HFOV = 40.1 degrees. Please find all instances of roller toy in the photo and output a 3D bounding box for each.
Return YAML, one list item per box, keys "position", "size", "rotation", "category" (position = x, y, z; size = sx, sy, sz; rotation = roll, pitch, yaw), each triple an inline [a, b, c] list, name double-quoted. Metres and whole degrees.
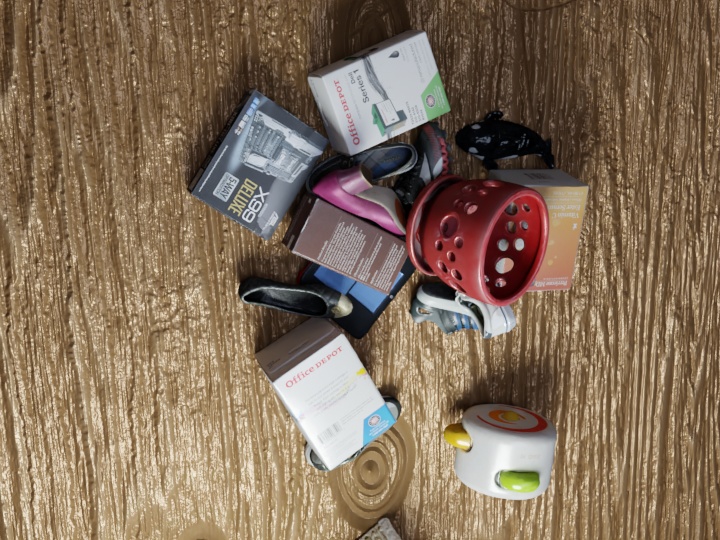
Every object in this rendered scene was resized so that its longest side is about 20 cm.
- position: [0.270, 0.330, 1.852]
  size: [0.182, 0.199, 0.141]
  rotation: [-9, 110, -54]
  category: "roller toy"

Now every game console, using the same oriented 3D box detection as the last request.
- position: [0.000, 0.000, 1.753]
  size: [0.177, 0.031, 0.200]
  rotation: [40, 88, -23]
  category: "game console"

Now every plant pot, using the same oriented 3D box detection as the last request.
- position: [0.192, -0.060, 1.652]
  size: [0.199, 0.182, 0.202]
  rotation: [-21, 121, -40]
  category: "plant pot"

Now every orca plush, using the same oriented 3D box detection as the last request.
- position: [0.273, -0.221, 1.777]
  size: [0.199, 0.071, 0.106]
  rotation: [20, 96, -23]
  category: "orca plush"

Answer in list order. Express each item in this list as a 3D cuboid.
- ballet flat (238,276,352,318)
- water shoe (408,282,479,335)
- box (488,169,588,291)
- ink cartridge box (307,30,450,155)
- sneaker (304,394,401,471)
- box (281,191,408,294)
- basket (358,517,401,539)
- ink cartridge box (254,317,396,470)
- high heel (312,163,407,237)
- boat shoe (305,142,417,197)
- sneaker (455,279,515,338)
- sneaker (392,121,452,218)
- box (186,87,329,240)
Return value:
- position: [-0.112, 0.055, 1.687]
  size: [0.198, 0.057, 0.067]
  rotation: [9, 122, -6]
  category: "ballet flat"
- position: [0.181, 0.081, 1.830]
  size: [0.199, 0.072, 0.079]
  rotation: [19, 119, -21]
  category: "water shoe"
- position: [0.309, -0.073, 1.793]
  size: [0.151, 0.106, 0.202]
  rotation: [-3, 112, -20]
  category: "box"
- position: [0.031, -0.298, 1.662]
  size: [0.199, 0.084, 0.147]
  rotation: [-27, 110, -13]
  category: "ink cartridge box"
- position: [-0.004, 0.303, 1.799]
  size: [0.199, 0.079, 0.074]
  rotation: [-34, 110, -11]
  category: "sneaker"
- position: [-0.023, -0.045, 1.679]
  size: [0.199, 0.075, 0.101]
  rotation: [25, 94, -27]
  category: "box"
- position: [0.060, 0.614, 1.837]
  size: [0.160, 0.198, 0.201]
  rotation: [-35, 113, -5]
  category: "basket"
- position: [-0.064, 0.205, 1.716]
  size: [0.147, 0.145, 0.201]
  rotation: [-33, 112, -10]
  category: "ink cartridge box"
- position: [0.006, -0.108, 1.663]
  size: [0.095, 0.068, 0.200]
  rotation: [-18, 139, 23]
  category: "high heel"
- position: [0.002, -0.171, 1.671]
  size: [0.198, 0.066, 0.071]
  rotation: [-13, 91, -1]
  category: "boat shoe"
- position: [0.200, 0.029, 1.764]
  size: [0.070, 0.073, 0.201]
  rotation: [-23, 68, -22]
  category: "sneaker"
- position: [0.105, -0.160, 1.730]
  size: [0.097, 0.071, 0.202]
  rotation: [-4, 106, -22]
  category: "sneaker"
- position: [-0.169, -0.174, 1.637]
  size: [0.157, 0.050, 0.201]
  rotation: [32, 90, -24]
  category: "box"
